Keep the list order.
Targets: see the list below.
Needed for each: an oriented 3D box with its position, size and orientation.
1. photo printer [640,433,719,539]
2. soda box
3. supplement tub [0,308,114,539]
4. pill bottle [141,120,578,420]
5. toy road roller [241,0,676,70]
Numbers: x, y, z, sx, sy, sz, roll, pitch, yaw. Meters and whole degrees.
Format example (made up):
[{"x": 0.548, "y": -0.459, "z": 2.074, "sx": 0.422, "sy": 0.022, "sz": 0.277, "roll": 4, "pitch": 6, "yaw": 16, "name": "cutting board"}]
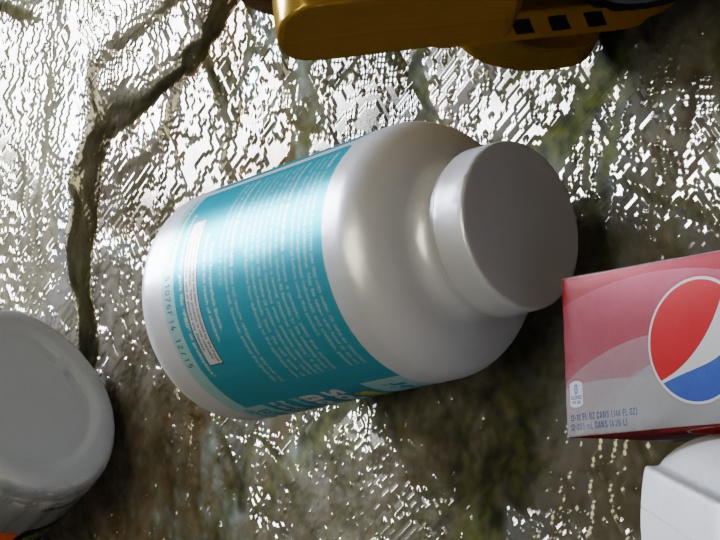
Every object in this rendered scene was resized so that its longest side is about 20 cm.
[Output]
[{"x": 0.138, "y": 0.139, "z": 0.587, "sx": 0.200, "sy": 0.069, "sz": 0.168, "roll": 77, "pitch": -174, "yaw": -87, "name": "photo printer"}, {"x": 0.164, "y": 0.023, "z": 0.660, "sx": 0.199, "sy": 0.070, "sz": 0.064, "roll": -12, "pitch": 75, "yaw": 48, "name": "soda box"}, {"x": -0.238, "y": 0.122, "z": 1.074, "sx": 0.200, "sy": 0.122, "sz": 0.123, "roll": -44, "pitch": 55, "yaw": 38, "name": "supplement tub"}, {"x": 0.000, "y": 0.000, "z": 0.822, "sx": 0.199, "sy": 0.110, "sz": 0.112, "roll": -16, "pitch": 74, "yaw": 48, "name": "pill bottle"}, {"x": 0.042, "y": -0.139, "z": 0.743, "sx": 0.146, "sy": 0.198, "sz": 0.124, "roll": 103, "pitch": 159, "yaw": -71, "name": "toy road roller"}]
